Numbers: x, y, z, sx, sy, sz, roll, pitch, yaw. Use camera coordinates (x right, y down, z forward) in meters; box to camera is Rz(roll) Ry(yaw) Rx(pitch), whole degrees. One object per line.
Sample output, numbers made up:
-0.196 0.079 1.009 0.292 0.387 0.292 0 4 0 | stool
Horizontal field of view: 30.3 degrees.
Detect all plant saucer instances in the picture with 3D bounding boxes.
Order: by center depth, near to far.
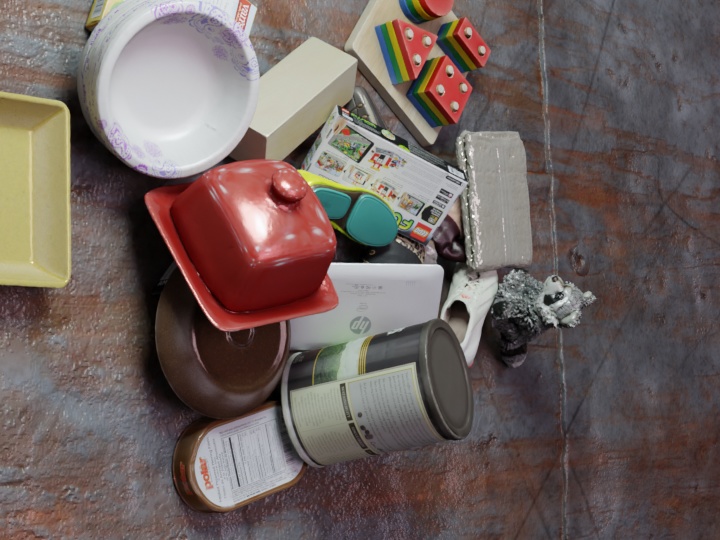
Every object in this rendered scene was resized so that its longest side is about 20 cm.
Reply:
-0.396 -0.085 1.377 0.198 0.048 0.203 4 82 -45 | plant saucer
-0.148 0.071 1.549 0.199 0.036 0.204 6 82 -43 | plant saucer

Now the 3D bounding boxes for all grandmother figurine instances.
0.123 -0.061 1.902 0.121 0.061 0.200 46 53 3 | grandmother figurine

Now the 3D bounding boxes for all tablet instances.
0.001 0.048 1.668 0.197 0.014 0.132 1 123 -8 | tablet

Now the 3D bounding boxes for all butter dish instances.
-0.108 -0.055 1.498 0.198 0.148 0.201 -10 60 -44 | butter dish

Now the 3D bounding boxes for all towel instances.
0.191 -0.100 1.910 0.131 0.034 0.203 -4 90 -44 | towel

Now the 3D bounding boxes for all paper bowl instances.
-0.222 -0.213 1.503 0.198 0.104 0.204 -14 117 -29 | paper bowl

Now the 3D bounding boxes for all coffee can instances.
0.021 0.152 1.635 0.146 0.198 0.148 46 36 -50 | coffee can

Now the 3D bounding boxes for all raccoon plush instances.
0.271 0.075 1.921 0.097 0.132 0.201 -61 153 -24 | raccoon plush

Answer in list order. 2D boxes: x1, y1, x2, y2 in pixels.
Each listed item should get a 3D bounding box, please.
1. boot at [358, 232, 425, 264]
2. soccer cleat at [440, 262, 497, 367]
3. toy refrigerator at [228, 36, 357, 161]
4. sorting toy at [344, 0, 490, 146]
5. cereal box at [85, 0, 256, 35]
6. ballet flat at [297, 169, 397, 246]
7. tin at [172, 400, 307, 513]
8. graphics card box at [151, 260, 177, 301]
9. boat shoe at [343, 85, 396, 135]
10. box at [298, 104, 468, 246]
0.000 0.000 1.746 0.198 0.073 0.152 20 47 -10 | boot
0.151 0.043 1.886 0.078 0.068 0.202 63 35 -52 | soccer cleat
-0.090 -0.207 1.674 0.200 0.075 0.071 -46 157 -39 | toy refrigerator
0.095 -0.320 1.894 0.199 0.069 0.201 47 55 -31 | sorting toy
-0.221 -0.302 1.590 0.199 0.039 0.146 33 63 -39 | cereal box
-0.027 -0.085 1.680 0.199 0.067 0.067 20 105 -51 | ballet flat
-0.139 0.222 1.607 0.199 0.042 0.114 -15 91 -45 | tin
-0.153 -0.004 1.612 0.126 0.050 0.201 51 51 -28 | graphics card box
0.018 -0.157 1.802 0.073 0.074 0.203 -42 123 -51 | boat shoe
0.028 -0.121 1.732 0.198 0.111 0.035 26 26 -19 | box
